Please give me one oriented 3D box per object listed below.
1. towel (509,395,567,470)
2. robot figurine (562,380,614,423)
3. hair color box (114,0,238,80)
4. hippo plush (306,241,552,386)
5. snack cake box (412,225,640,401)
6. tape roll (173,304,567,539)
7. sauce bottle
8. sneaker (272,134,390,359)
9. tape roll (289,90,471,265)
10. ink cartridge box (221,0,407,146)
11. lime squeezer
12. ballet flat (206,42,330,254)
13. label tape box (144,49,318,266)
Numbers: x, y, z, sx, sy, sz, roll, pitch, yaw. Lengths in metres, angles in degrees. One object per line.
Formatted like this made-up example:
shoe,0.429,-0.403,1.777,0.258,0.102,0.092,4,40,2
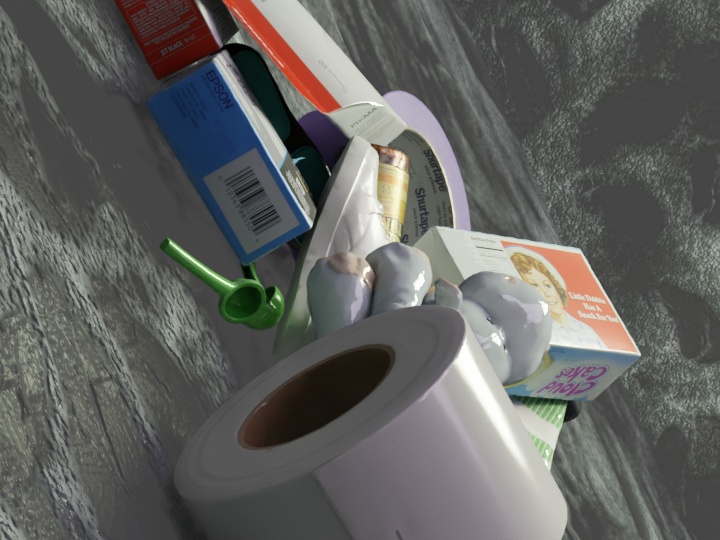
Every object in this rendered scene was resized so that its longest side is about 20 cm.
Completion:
towel,0.102,0.094,1.807,0.152,0.023,0.200,41,28,-8
robot figurine,0.119,0.092,1.984,0.125,0.199,0.151,-88,158,-82
hair color box,-0.174,-0.258,1.783,0.200,0.064,0.111,63,10,-10
hippo plush,0.040,0.042,1.592,0.200,0.161,0.160,-20,83,-36
snack cake box,0.125,0.036,1.821,0.200,0.067,0.115,8,45,-48
tape roll,0.006,0.132,1.365,0.139,0.202,0.203,60,11,-16
sauce bottle,0.000,0.000,1.817,0.066,0.066,0.201,35,58,-68
sneaker,0.011,-0.002,1.749,0.074,0.115,0.201,121,-14,-61
tape roll,0.016,-0.051,1.969,0.200,0.085,0.201,32,53,-55
ink cartridge box,-0.050,-0.182,1.805,0.163,0.057,0.200,50,0,20
lime squeezer,-0.087,0.010,1.640,0.071,0.038,0.200,65,12,9
ballet flat,-0.075,-0.096,1.850,0.073,0.073,0.200,-89,155,-67
label tape box,-0.094,-0.093,1.727,0.144,0.066,0.200,59,8,-8
